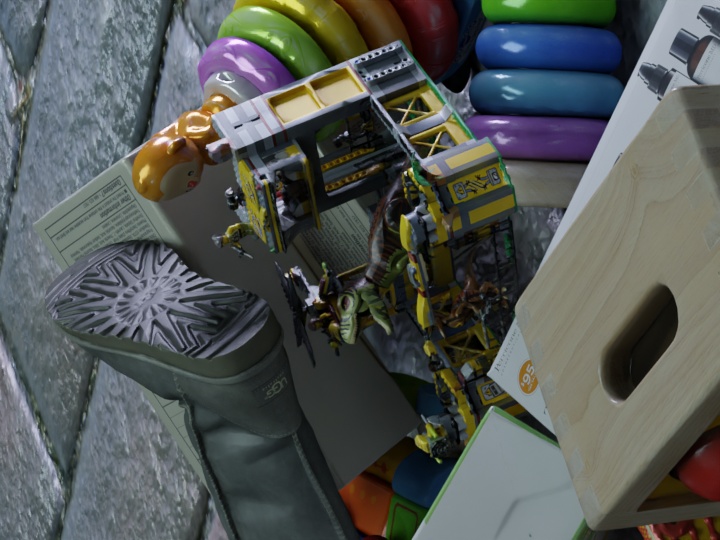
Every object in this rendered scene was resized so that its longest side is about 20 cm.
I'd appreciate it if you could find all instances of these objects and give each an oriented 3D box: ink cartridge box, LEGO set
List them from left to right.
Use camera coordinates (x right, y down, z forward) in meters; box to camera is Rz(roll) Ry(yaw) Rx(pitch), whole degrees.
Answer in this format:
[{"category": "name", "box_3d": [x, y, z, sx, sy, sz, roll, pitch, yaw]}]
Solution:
[{"category": "LEGO set", "box_3d": [0.000, 0.000, 1.229, 0.200, 0.116, 0.154, 83, 161, -52]}, {"category": "ink cartridge box", "box_3d": [0.066, 0.149, 1.245, 0.117, 0.067, 0.200, -59, -13, -11]}]

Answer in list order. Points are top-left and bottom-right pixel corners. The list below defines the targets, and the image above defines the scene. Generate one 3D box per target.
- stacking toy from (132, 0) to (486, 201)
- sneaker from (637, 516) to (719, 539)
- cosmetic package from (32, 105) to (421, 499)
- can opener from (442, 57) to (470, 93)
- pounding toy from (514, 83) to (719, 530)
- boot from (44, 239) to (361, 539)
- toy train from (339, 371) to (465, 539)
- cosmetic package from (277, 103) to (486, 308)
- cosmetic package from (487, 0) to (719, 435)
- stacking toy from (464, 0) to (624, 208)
[{"category": "stacking toy", "box_3d": [-0.038, -0.097, 1.287, 0.110, 0.200, 0.116, 40, 150, 10]}, {"category": "sneaker", "box_3d": [0.138, 0.070, 1.207, 0.077, 0.073, 0.200, 91, 167, -50]}, {"category": "cosmetic package", "box_3d": [-0.070, 0.027, 1.374, 0.103, 0.073, 0.200, -28, 97, 49]}, {"category": "can opener", "box_3d": [0.017, -0.188, 1.408, 0.079, 0.063, 0.201, 156, 107, -76]}, {"category": "pounding toy", "box_3d": [0.168, 0.019, 0.976, 0.200, 0.183, 0.143, 122, 137, -51]}, {"category": "boot", "box_3d": [-0.066, 0.092, 1.316, 0.182, 0.073, 0.200, 28, 150, 51]}, {"category": "toy train", "box_3d": [0.013, 0.107, 1.456, 0.200, 0.084, 0.116, 21, 102, 63]}, {"category": "cosmetic package", "box_3d": [-0.028, -0.009, 1.433, 0.104, 0.073, 0.200, 55, 141, 0]}, {"category": "cosmetic package", "box_3d": [0.131, -0.021, 1.129, 0.083, 0.051, 0.201, 42, 111, 54]}, {"category": "stacking toy", "box_3d": [0.091, -0.131, 1.253, 0.085, 0.085, 0.201, -171, 83, -64]}]
